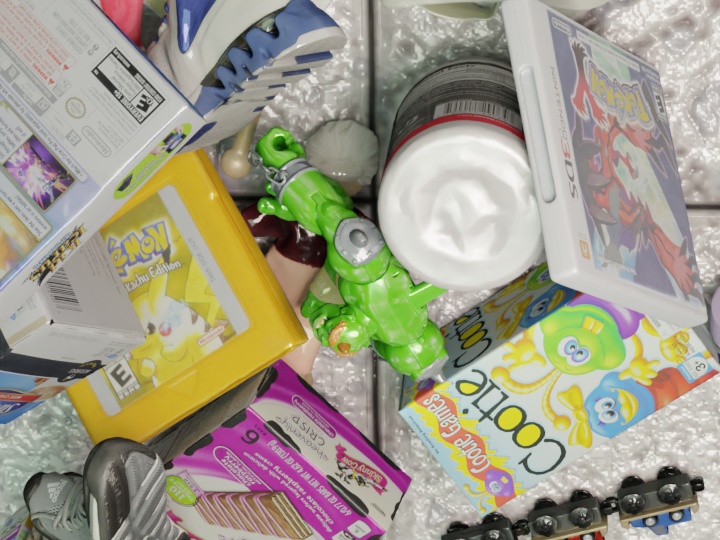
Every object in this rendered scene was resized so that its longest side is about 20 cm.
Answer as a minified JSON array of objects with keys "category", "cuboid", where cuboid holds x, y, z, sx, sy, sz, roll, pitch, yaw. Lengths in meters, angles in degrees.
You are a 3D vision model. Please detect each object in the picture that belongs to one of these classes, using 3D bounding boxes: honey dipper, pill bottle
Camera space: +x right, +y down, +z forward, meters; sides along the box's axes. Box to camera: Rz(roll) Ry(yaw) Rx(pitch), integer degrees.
[{"category":"honey dipper","cuboid":[-0.059,-0.150,1.545,0.038,0.038,0.200,18,119,-3]},{"category":"pill bottle","cuboid":[0.072,-0.073,1.512,0.110,0.200,0.111,2,113,5]}]

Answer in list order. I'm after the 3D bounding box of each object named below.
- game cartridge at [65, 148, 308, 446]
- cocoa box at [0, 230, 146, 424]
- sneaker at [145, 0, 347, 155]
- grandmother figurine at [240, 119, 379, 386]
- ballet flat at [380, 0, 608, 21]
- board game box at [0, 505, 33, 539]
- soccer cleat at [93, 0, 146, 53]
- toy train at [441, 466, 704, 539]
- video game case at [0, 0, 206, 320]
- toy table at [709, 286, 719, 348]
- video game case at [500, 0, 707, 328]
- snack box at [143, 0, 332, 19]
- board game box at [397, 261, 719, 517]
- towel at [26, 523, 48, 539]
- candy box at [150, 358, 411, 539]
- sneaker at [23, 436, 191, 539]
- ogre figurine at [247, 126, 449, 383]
[{"category":"game cartridge","cuboid":[-0.155,0.006,1.614,0.176,0.032,0.200,-32,84,20]},{"category":"cocoa box","cuboid":[-0.260,-0.013,1.561,0.131,0.133,0.200,-31,74,17]},{"category":"sneaker","cuboid":[-0.100,-0.155,1.513,0.199,0.080,0.115,-31,76,38]},{"category":"grandmother figurine","cuboid":[-0.040,-0.013,1.629,0.121,0.061,0.200,12,112,-25]},{"category":"ballet flat","cuboid":[0.102,-0.194,1.540,0.199,0.069,0.070,4,113,8]},{"category":"board game box","cuboid":[-0.199,0.278,1.721,0.034,0.135,0.200,-36,106,18]},{"category":"soccer cleat","cuboid":[-0.182,-0.164,1.547,0.076,0.067,0.200,40,134,24]},{"category":"toy train","cuboid":[0.157,0.188,1.705,0.200,0.034,0.046,-16,114,12]},{"category":"video game case","cuboid":[-0.228,-0.101,1.468,0.181,0.045,0.200,-44,72,2]},{"category":"toy table","cuboid":[0.337,-0.003,1.541,0.199,0.184,0.117,-6,129,-5]},{"category":"video game case","cuboid":[0.157,-0.066,1.474,0.023,0.200,0.183,-17,72,27]},{"category":"snack box","cuboid":[-0.111,-0.226,1.552,0.200,0.037,0.116,39,111,-11]},{"category":"board game box","cuboid":[0.138,0.063,1.616,0.200,0.103,0.105,-34,106,17]},{"category":"towel","cuboid":[-0.181,0.265,1.667,0.034,0.200,0.132,-38,128,23]},{"category":"candy box","cuboid":[-0.080,0.164,1.665,0.136,0.061,0.200,43,132,-12]},{"category":"sneaker","cuboid":[-0.190,0.162,1.604,0.115,0.075,0.200,23,153,20]},{"category":"ogre figurine","cuboid":[0.000,0.000,1.541,0.098,0.120,0.200,-21,125,-19]}]
